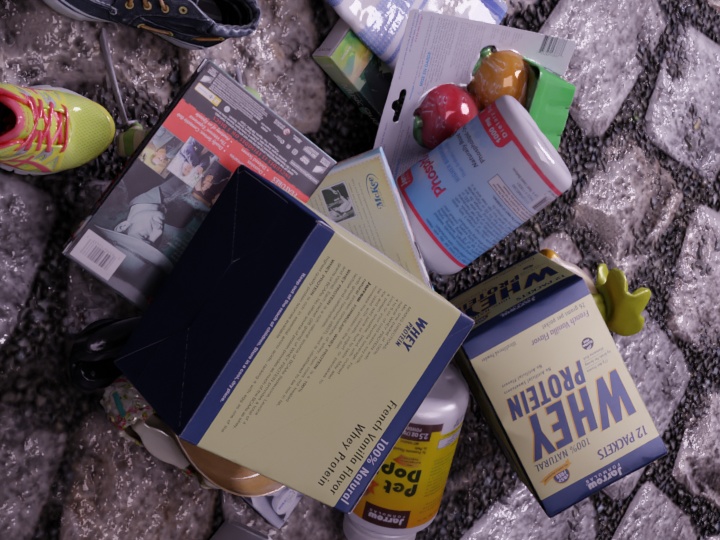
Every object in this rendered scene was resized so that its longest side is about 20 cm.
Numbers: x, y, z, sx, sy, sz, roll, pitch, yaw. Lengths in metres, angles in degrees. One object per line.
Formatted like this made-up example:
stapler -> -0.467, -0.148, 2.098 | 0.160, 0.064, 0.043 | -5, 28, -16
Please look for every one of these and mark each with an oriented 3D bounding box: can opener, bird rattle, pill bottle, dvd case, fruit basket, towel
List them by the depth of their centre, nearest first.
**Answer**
dvd case -> -0.134, -0.055, 1.216 | 0.146, 0.022, 0.201 | 36, 91, -23
can opener -> -0.176, 0.064, 1.328 | 0.199, 0.078, 0.064 | -13, 96, -36
pill bottle -> 0.095, -0.067, 1.395 | 0.199, 0.109, 0.109 | -37, 122, 12
pill bottle -> 0.037, 0.186, 1.452 | 0.109, 0.109, 0.201 | -13, 129, -35
towel -> 0.059, -0.269, 1.456 | 0.200, 0.024, 0.148 | 41, 71, -33
fruit basket -> 0.109, -0.160, 1.464 | 0.198, 0.094, 0.187 | 7, 109, -23
bird rattle -> 0.222, 0.068, 1.641 | 0.163, 0.113, 0.201 | 39, 85, -21

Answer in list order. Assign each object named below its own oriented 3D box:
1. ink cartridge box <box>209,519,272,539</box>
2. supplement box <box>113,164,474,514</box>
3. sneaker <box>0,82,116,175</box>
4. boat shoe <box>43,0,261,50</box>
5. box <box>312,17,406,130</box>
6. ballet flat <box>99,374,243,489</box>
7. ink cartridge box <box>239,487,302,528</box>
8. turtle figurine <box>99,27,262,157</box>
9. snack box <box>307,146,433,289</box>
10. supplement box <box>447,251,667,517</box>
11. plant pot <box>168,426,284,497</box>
ink cartridge box -> -0.099, 0.367, 1.415 | 0.147, 0.086, 0.201 | -49, 122, -22
supplement box -> -0.053, 0.059, 1.200 | 0.199, 0.134, 0.201 | 31, 94, -40
sneaker -> -0.287, -0.119, 1.213 | 0.199, 0.090, 0.079 | -1, 94, -38
boat shoe -> -0.185, -0.248, 1.271 | 0.199, 0.091, 0.072 | 12, 81, -38
box -> 0.056, -0.206, 1.496 | 0.200, 0.036, 0.145 | 44, 69, -31
ballet flat -> -0.153, 0.161, 1.312 | 0.199, 0.064, 0.076 | 33, 112, -33
ink cartridge box -> -0.091, 0.114, 1.419 | 0.200, 0.043, 0.199 | 47, 69, -30
turtle figurine -> -0.152, -0.092, 1.330 | 0.144, 0.199, 0.195 | -3, 119, -59
snack box -> 0.000, 0.000, 1.346 | 0.115, 0.037, 0.202 | -19, 100, 6
supplement box -> 0.186, 0.109, 1.478 | 0.133, 0.200, 0.201 | -28, 100, -2
plant pot -> -0.110, 0.104, 1.311 | 0.199, 0.027, 0.202 | 18, 65, -45
